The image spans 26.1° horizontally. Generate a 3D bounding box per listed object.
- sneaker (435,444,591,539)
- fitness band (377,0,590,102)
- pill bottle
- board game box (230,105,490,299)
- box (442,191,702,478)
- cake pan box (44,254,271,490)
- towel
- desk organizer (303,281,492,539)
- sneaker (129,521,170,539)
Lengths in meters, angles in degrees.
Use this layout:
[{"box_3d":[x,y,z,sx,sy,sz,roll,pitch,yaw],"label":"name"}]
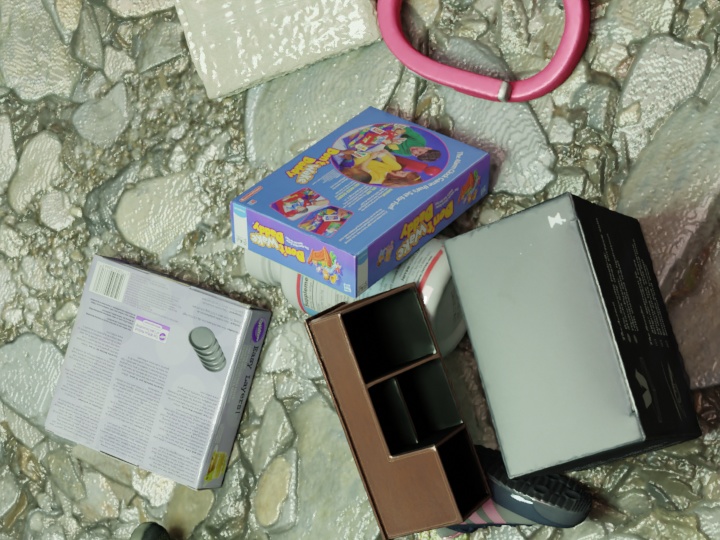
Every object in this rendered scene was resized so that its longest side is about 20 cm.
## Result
[{"box_3d":[0.105,0.202,1.361,0.200,0.070,0.082,15,109,28],"label":"sneaker"},{"box_3d":[0.109,-0.232,1.403,0.200,0.037,0.144,21,94,23],"label":"fitness band"},{"box_3d":[0.000,0.000,1.394,0.200,0.109,0.109,20,94,25],"label":"pill bottle"},{"box_3d":[0.002,-0.064,1.350,0.134,0.200,0.045,25,133,29],"label":"board game box"},{"box_3d":[0.176,0.057,1.259,0.117,0.200,0.197,-20,77,22],"label":"box"},{"box_3d":[-0.203,0.096,1.511,0.200,0.052,0.185,16,91,25],"label":"cake pan box"},{"box_3d":[-0.081,-0.252,1.480,0.199,0.034,0.133,-16,95,22],"label":"towel"},{"box_3d":[0.033,0.117,1.300,0.077,0.072,0.201,-19,93,30],"label":"desk organizer"},{"box_3d":[-0.161,0.334,1.461,0.114,0.076,0.200,-8,85,22],"label":"sneaker"}]
